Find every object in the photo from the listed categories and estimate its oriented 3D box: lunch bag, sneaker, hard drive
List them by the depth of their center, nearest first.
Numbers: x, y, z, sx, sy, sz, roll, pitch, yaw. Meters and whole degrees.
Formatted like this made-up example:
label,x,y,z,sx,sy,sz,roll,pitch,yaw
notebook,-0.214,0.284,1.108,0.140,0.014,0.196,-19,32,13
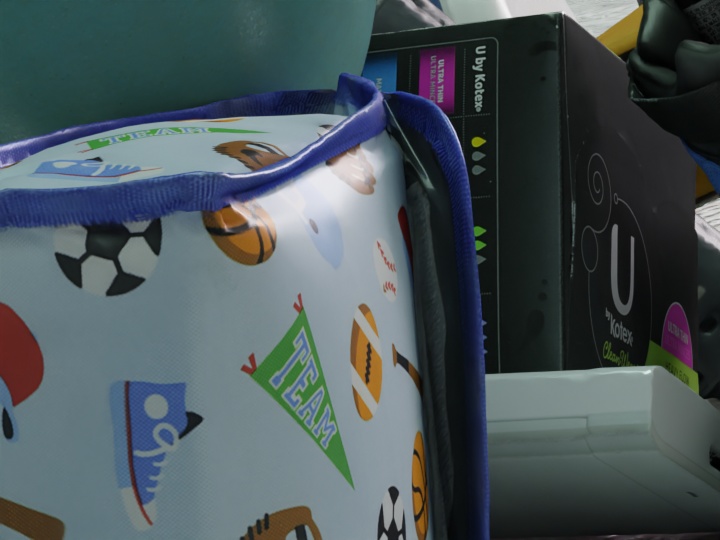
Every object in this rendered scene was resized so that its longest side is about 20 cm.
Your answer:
label,x,y,z,sx,sy,sz,roll,pitch,yaw
lunch bag,-0.032,0.046,0.636,0.123,0.171,0.200,-2,8,17
hard drive,0.013,0.058,0.799,0.199,0.026,0.132,-5,-17,24
sneaker,0.138,-0.055,0.842,0.076,0.112,0.200,-31,5,16

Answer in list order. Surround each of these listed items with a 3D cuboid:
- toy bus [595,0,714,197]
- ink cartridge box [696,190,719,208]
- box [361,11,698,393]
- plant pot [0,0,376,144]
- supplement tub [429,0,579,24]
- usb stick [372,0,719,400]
label,x,y,z,sx,sy,sz,roll,pitch,yaw
toy bus,0.144,-0.084,1.072,0.065,0.079,0.200,-23,7,29
ink cartridge box,0.169,-0.012,1.105,0.199,0.076,0.148,-28,6,14
box,0.000,0.000,0.889,0.199,0.125,0.148,-5,-13,23
plant pot,-0.085,-0.099,0.765,0.199,0.162,0.201,-16,35,11
supplement tub,-0.003,-0.043,1.089,0.199,0.145,0.144,-27,4,18
usb stick,0.070,-0.029,0.980,0.056,0.200,0.033,-52,-1,1
